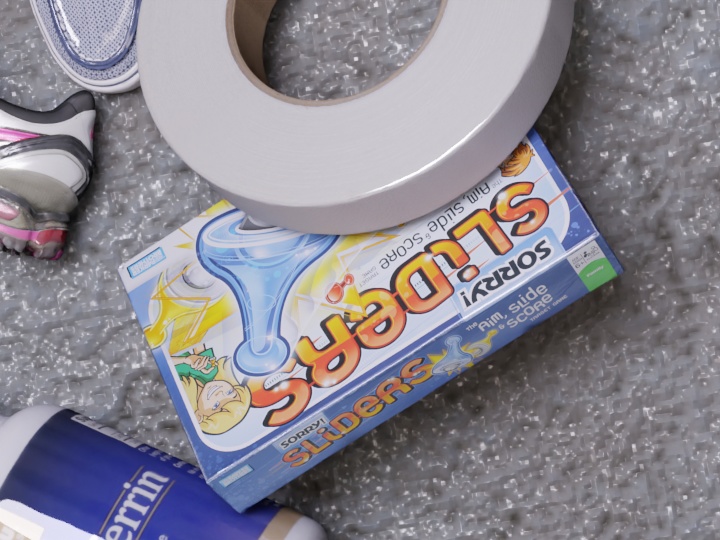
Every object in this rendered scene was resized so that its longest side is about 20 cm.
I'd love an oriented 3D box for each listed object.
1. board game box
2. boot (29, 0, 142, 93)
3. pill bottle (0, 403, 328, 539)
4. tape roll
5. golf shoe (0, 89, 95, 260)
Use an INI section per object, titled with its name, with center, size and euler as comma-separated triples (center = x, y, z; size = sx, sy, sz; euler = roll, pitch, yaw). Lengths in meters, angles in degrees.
[board game box]
center = 0.000, 0.000, 0.984
size = 0.200, 0.034, 0.135
euler = -33, 51, 6
[boot]
center = -0.136, -0.183, 1.016
size = 0.073, 0.090, 0.200
euler = -8, 90, 10
[pill bottle]
center = -0.126, 0.131, 1.011
size = 0.200, 0.116, 0.116
euler = 23, 95, 9
[tape roll]
center = -0.004, -0.115, 0.982
size = 0.203, 0.037, 0.203
euler = -8, 66, 20
[golf shoe]
center = -0.223, -0.076, 1.046
size = 0.200, 0.073, 0.092
euler = 19, 88, -3
